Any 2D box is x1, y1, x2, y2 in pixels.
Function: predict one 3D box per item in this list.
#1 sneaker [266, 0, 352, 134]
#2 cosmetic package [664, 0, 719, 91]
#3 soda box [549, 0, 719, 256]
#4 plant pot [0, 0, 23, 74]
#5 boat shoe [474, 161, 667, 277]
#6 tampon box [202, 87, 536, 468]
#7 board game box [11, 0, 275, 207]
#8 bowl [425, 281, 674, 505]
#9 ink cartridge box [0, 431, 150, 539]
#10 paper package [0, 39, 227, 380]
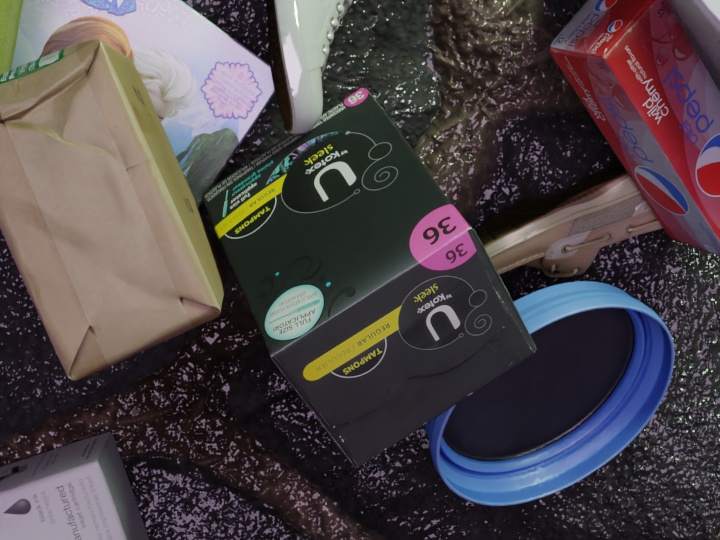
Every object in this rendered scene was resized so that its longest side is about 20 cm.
[{"bbox_3d":[-0.026,-0.198,0.910,0.083,0.073,0.203,-1,78,-10],"label":"sneaker"},{"bbox_3d":[0.271,-0.228,0.879,0.167,0.200,0.166,-44,97,3],"label":"cosmetic package"},{"bbox_3d":[0.216,-0.102,0.892,0.063,0.070,0.200,-46,120,-9],"label":"soda box"},{"bbox_3d":[-0.292,-0.218,0.833,0.197,0.201,0.187,6,105,-4],"label":"plant pot"},{"bbox_3d":[0.157,-0.025,0.967,0.198,0.072,0.066,-25,102,-7],"label":"boat shoe"},{"bbox_3d":[0.000,0.000,0.877,0.149,0.201,0.127,-33,128,1],"label":"tampon box"},{"bbox_3d":[-0.190,-0.120,0.946,0.199,0.041,0.201,34,94,-7],"label":"board game box"},{"bbox_3d":[0.139,0.092,0.944,0.198,0.040,0.202,-15,134,-16],"label":"bowl"},{"bbox_3d":[-0.265,0.230,0.967,0.198,0.083,0.149,-18,99,-1],"label":"ink cartridge box"},{"bbox_3d":[-0.169,-0.045,0.837,0.102,0.200,0.193,-23,98,-1],"label":"paper package"}]
